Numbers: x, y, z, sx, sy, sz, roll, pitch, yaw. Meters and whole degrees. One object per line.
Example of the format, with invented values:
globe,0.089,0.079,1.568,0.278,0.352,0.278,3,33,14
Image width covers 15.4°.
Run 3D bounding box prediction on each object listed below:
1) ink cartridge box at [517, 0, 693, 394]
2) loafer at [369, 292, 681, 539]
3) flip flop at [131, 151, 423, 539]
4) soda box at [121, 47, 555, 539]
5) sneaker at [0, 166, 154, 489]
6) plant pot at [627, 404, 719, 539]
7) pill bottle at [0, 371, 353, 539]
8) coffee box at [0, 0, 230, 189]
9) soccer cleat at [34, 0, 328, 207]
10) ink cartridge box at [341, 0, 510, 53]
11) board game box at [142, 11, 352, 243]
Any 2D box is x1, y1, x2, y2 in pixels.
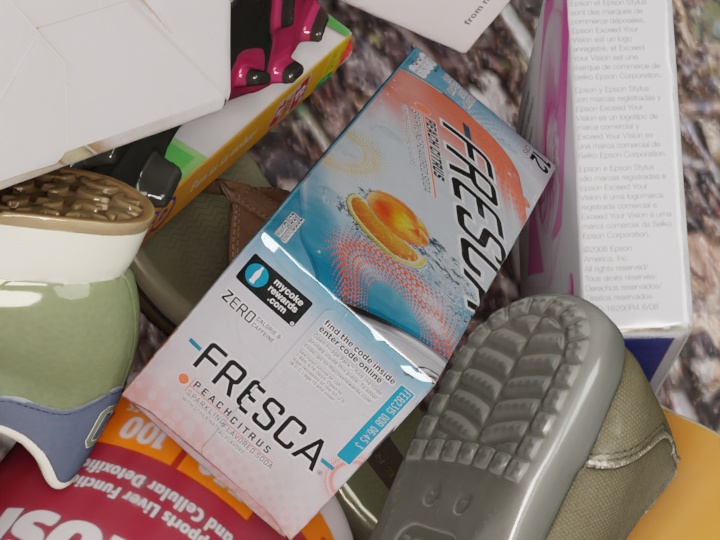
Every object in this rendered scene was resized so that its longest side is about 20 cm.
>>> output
ink cartridge box,0.080,-0.045,0.942,0.043,0.196,0.201,-1,72,-2
loafer,0.028,0.106,0.703,0.070,0.075,0.200,35,84,-33
flip flop,-0.020,0.014,0.900,0.200,0.058,0.081,55,42,2
soda box,0.000,0.000,0.790,0.064,0.068,0.200,40,23,-3
sneaker,-0.158,0.014,0.720,0.067,0.199,0.090,-80,176,-72
plant pot,0.095,0.149,0.799,0.200,0.200,0.184,32,88,-31
pill bottle,-0.088,0.129,0.737,0.113,0.113,0.200,50,43,-15
coffee box,-0.146,-0.085,0.714,0.114,0.199,0.080,-23,121,-49
soccer cleat,-0.075,-0.073,0.819,0.200,0.086,0.070,-52,150,-52
ink cartridge box,-0.034,-0.179,0.934,0.200,0.084,0.145,20,32,-38
board game box,-0.084,-0.062,0.870,0.095,0.030,0.200,38,43,7
